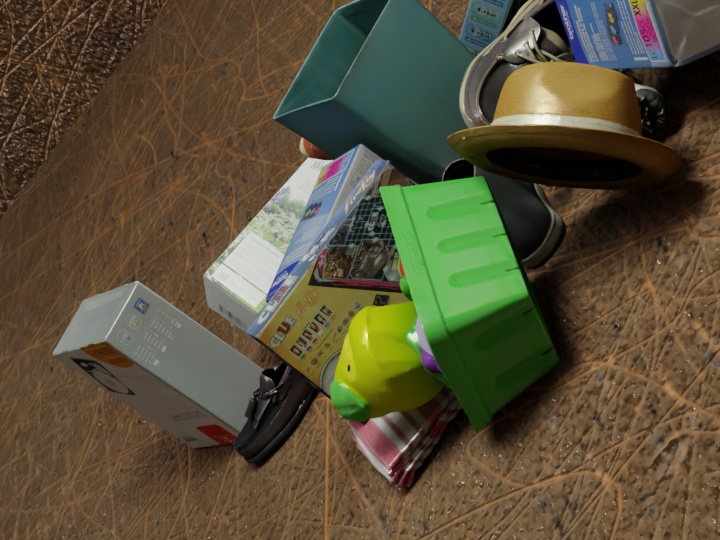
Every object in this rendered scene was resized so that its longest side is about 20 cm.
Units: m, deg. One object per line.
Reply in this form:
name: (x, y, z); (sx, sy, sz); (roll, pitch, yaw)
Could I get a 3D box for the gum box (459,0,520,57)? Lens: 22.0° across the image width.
gum box: (0.157, -0.317, 1.953); (0.200, 0.044, 0.170); (103, -169, -57)

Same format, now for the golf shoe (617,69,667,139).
golf shoe: (0.218, -0.162, 1.668); (0.095, 0.078, 0.200); (-59, 22, -14)

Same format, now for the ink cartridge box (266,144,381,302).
ink cartridge box: (0.000, 0.000, 1.778); (0.076, 0.136, 0.200); (-33, 29, 50)

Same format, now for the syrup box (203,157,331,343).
syrup box: (-0.076, -0.028, 2.006); (0.200, 0.079, 0.082); (-49, -17, -21)

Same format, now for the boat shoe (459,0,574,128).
boat shoe: (0.153, -0.196, 1.680); (0.073, 0.074, 0.200); (-42, 15, 53)

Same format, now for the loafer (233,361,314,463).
loafer: (-0.075, 0.105, 1.901); (0.200, 0.063, 0.072); (-52, 20, 6)

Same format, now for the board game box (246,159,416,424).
board game box: (0.009, 0.018, 1.684); (0.200, 0.135, 0.035); (-52, 20, -7)

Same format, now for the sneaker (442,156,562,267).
sneaker: (0.112, -0.077, 1.720); (0.075, 0.106, 0.200); (-53, 21, 2)

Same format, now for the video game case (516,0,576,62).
video game case: (0.220, -0.266, 1.826); (0.200, 0.022, 0.183); (-39, 25, 37)

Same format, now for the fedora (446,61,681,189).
fedora: (0.172, -0.123, 1.534); (0.200, 0.200, 0.082); (-8, 72, 63)

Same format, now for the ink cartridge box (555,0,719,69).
ink cartridge box: (0.263, -0.230, 1.602); (0.136, 0.077, 0.200); (-24, 15, -17)

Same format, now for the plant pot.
plant pot: (0.049, -0.162, 1.858); (0.141, 0.200, 0.142); (-8, 50, 62)

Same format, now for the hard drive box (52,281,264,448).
hard drive box: (-0.209, 0.106, 1.998); (0.156, 0.200, 0.077); (-16, 43, 60)

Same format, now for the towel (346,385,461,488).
towel: (0.072, 0.092, 1.662); (0.200, 0.030, 0.146); (-51, 21, 1)

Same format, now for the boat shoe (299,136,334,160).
boat shoe: (0.016, -0.185, 1.955); (0.200, 0.071, 0.063); (-44, 12, -25)

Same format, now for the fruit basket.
fruit basket: (0.049, 0.042, 1.565); (0.215, 0.156, 0.216); (-15, 43, 15)
